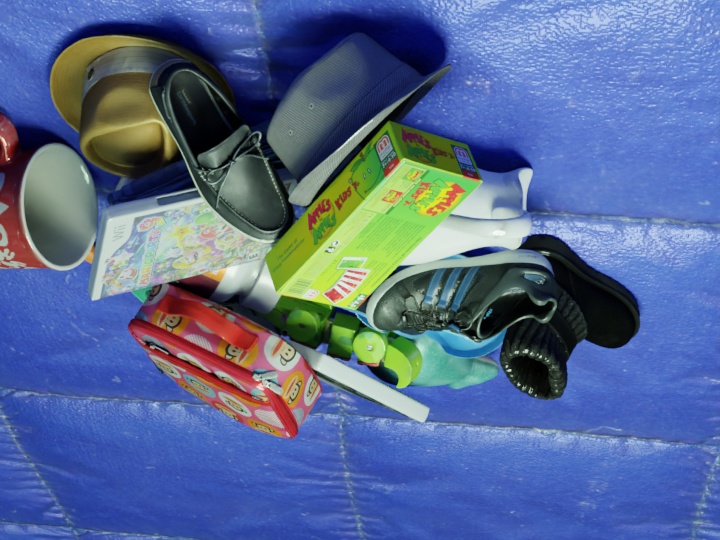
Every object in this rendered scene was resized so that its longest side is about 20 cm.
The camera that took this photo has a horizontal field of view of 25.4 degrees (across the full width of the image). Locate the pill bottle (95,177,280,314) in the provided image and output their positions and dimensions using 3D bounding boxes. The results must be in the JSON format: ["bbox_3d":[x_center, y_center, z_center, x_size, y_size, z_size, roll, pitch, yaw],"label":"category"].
[{"bbox_3d":[-0.175,-0.032,1.719,0.199,0.110,0.110,23,146,-14],"label":"pill bottle"}]

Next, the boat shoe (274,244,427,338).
[{"bbox_3d":[0.000,0.000,1.688,0.199,0.084,0.069,22,119,-30],"label":"boat shoe"}]

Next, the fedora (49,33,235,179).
[{"bbox_3d":[-0.220,-0.148,1.579,0.198,0.082,0.201,5,149,3],"label":"fedora"}]

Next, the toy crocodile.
[{"bbox_3d":[-0.024,0.072,1.791,0.198,0.068,0.062,18,114,6],"label":"toy crocodile"}]

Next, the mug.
[{"bbox_3d":[-0.403,-0.082,1.728,0.198,0.179,0.133,-5,-177,28],"label":"mug"}]

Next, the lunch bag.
[{"bbox_3d":[-0.146,0.089,1.707,0.199,0.082,0.177,24,159,24],"label":"lunch bag"}]

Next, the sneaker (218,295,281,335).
[{"bbox_3d":[-0.176,0.042,1.867,0.079,0.078,0.200,-2,147,38],"label":"sneaker"}]

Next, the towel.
[{"bbox_3d":[-0.153,-0.082,1.603,0.199,0.049,0.112,-26,165,-7],"label":"towel"}]

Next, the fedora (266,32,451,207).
[{"bbox_3d":[-0.016,-0.152,1.491,0.090,0.177,0.200,46,127,2],"label":"fedora"}]

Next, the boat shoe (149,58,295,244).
[{"bbox_3d":[-0.128,-0.110,1.500,0.201,0.074,0.062,57,168,-10],"label":"boat shoe"}]

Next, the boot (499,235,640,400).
[{"bbox_3d":[0.230,0.076,1.763,0.079,0.159,0.210,-23,137,40],"label":"boot"}]

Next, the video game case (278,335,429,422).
[{"bbox_3d":[-0.043,0.111,1.826,0.181,0.024,0.199,19,172,44],"label":"video game case"}]

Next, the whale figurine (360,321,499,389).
[{"bbox_3d":[0.081,0.102,1.893,0.158,0.105,0.200,-17,142,34],"label":"whale figurine"}]

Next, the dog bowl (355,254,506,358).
[{"bbox_3d":[0.077,0.023,1.772,0.198,0.112,0.050,19,-168,-15],"label":"dog bowl"}]

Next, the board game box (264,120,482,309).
[{"bbox_3d":[0.010,-0.047,1.488,0.101,0.048,0.200,12,135,-40],"label":"board game box"}]

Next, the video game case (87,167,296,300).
[{"bbox_3d":[-0.168,-0.036,1.586,0.198,0.018,0.144,-14,152,-25],"label":"video game case"}]

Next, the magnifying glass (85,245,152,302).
[{"bbox_3d":[-0.270,0.009,1.899,0.199,0.023,0.079,33,151,-29],"label":"magnifying glass"}]

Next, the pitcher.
[{"bbox_3d":[0.072,-0.061,1.586,0.198,0.123,0.172,3,-171,3],"label":"pitcher"}]

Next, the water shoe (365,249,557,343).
[{"bbox_3d":[0.101,0.034,1.624,0.198,0.079,0.072,-16,134,10],"label":"water shoe"}]
